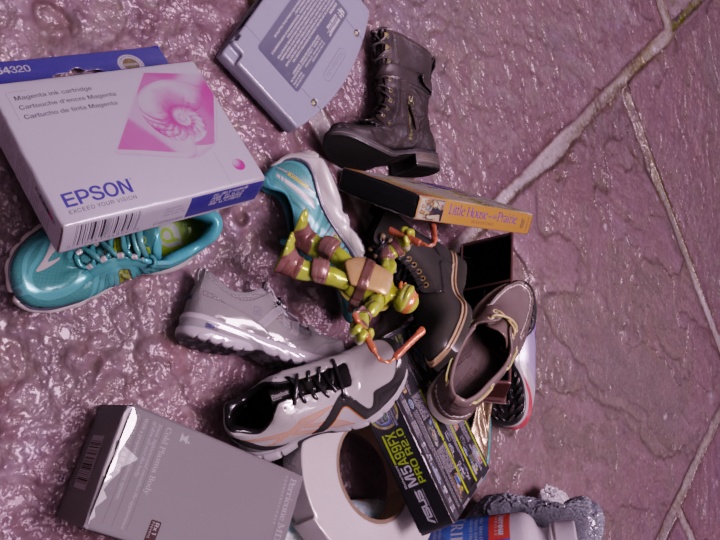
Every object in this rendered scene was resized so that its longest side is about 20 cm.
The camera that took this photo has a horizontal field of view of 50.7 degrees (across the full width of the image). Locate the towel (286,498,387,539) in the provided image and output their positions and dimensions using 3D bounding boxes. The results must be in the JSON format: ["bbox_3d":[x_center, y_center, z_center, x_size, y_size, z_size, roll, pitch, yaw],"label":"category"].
[{"bbox_3d":[-0.034,0.352,0.811,0.169,0.048,0.206,11,78,-40],"label":"towel"}]

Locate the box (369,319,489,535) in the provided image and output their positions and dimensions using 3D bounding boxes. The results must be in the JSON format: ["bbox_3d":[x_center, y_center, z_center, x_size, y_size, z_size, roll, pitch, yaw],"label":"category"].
[{"bbox_3d":[0.066,0.165,0.851,0.204,0.044,0.160,65,23,4],"label":"box"}]

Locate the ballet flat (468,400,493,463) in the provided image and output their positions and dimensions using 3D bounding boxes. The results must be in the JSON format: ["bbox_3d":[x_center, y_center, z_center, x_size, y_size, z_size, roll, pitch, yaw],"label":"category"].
[{"bbox_3d":[0.139,0.169,0.976,0.064,0.070,0.205,15,70,-16],"label":"ballet flat"}]

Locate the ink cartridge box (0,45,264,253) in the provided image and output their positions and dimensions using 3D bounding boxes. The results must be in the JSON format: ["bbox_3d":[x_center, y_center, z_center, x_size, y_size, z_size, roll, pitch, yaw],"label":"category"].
[{"bbox_3d":[-0.210,-0.128,0.660,0.194,0.043,0.202,-21,71,-40],"label":"ink cartridge box"}]

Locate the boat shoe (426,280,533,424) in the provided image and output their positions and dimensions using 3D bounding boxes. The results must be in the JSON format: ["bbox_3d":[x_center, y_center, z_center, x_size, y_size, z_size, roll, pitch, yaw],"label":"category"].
[{"bbox_3d":[0.145,0.082,0.850,0.071,0.060,0.200,39,60,4],"label":"boat shoe"}]

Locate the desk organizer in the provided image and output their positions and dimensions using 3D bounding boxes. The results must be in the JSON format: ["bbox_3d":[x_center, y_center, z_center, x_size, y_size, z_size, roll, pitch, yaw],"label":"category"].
[{"bbox_3d":[0.154,0.055,0.953,0.077,0.070,0.205,82,13,-65],"label":"desk organizer"}]

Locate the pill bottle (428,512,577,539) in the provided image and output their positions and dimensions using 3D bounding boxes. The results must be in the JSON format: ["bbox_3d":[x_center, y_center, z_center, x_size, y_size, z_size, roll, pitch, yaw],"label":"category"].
[{"bbox_3d":[0.150,0.336,0.860,0.112,0.195,0.115,-11,90,-77],"label":"pill bottle"}]

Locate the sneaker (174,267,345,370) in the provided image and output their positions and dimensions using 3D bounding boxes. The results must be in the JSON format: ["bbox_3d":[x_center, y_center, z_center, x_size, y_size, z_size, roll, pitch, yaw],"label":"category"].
[{"bbox_3d":[-0.090,0.053,0.780,0.197,0.074,0.084,21,69,-39],"label":"sneaker"}]

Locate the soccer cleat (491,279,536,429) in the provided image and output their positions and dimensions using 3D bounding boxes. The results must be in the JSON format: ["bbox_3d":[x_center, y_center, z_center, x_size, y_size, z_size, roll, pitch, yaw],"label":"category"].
[{"bbox_3d":[0.214,0.117,1.054,0.073,0.067,0.205,35,57,-59],"label":"soccer cleat"}]

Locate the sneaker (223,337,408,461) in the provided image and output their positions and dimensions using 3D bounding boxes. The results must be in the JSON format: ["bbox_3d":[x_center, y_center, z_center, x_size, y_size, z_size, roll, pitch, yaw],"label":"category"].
[{"bbox_3d":[-0.044,0.124,0.736,0.075,0.197,0.080,64,6,32],"label":"sneaker"}]

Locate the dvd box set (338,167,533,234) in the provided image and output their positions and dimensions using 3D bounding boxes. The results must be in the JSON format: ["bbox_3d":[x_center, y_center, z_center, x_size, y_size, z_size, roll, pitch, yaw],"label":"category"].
[{"bbox_3d":[0.091,-0.082,0.910,0.197,0.145,0.030,4,105,-41],"label":"dvd box set"}]

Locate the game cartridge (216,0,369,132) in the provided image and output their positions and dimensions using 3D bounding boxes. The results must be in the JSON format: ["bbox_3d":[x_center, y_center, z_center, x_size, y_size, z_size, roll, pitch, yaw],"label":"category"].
[{"bbox_3d":[-0.067,-0.262,0.865,0.133,0.041,0.203,47,57,-32],"label":"game cartridge"}]

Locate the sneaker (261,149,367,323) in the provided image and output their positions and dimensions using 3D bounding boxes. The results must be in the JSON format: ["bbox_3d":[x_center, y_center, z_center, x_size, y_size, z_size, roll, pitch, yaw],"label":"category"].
[{"bbox_3d":[-0.049,-0.029,0.842,0.079,0.077,0.204,-28,98,-20],"label":"sneaker"}]

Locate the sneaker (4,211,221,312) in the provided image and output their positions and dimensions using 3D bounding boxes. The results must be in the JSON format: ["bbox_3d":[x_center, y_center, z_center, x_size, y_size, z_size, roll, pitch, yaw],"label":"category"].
[{"bbox_3d":[-0.212,-0.023,0.670,0.198,0.079,0.079,-24,100,-39],"label":"sneaker"}]

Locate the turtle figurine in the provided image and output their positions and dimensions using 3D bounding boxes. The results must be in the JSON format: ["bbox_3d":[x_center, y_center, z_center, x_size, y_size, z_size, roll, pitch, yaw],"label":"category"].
[{"bbox_3d":[0.000,0.000,0.776,0.158,0.065,0.202,26,49,-2],"label":"turtle figurine"}]

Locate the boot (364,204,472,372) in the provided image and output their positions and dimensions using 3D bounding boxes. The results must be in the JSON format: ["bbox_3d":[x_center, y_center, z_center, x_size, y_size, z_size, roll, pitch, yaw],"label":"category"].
[{"bbox_3d":[0.054,0.014,0.873,0.137,0.078,0.201,37,25,-17],"label":"boot"}]

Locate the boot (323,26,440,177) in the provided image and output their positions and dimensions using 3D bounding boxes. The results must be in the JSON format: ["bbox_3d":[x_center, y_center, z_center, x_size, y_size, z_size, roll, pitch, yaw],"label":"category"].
[{"bbox_3d":[0.026,-0.212,0.929,0.197,0.068,0.179,5,77,-46],"label":"boot"}]

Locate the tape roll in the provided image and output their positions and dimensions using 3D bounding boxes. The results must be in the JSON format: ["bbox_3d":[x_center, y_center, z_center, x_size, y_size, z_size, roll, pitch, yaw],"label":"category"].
[{"bbox_3d":[0.003,0.222,0.825,0.200,0.037,0.207,26,50,-34],"label":"tape roll"}]

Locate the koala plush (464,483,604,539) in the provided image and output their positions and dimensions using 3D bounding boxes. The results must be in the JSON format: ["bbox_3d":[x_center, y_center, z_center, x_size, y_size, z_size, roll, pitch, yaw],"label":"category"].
[{"bbox_3d":[0.235,0.364,0.995,0.199,0.180,0.182,18,82,-59],"label":"koala plush"}]

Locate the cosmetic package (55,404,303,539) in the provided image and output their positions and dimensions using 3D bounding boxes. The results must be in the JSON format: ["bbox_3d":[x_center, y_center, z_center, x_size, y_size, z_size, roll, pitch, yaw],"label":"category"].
[{"bbox_3d":[-0.159,0.206,0.695,0.198,0.089,0.109,29,65,-31],"label":"cosmetic package"}]
